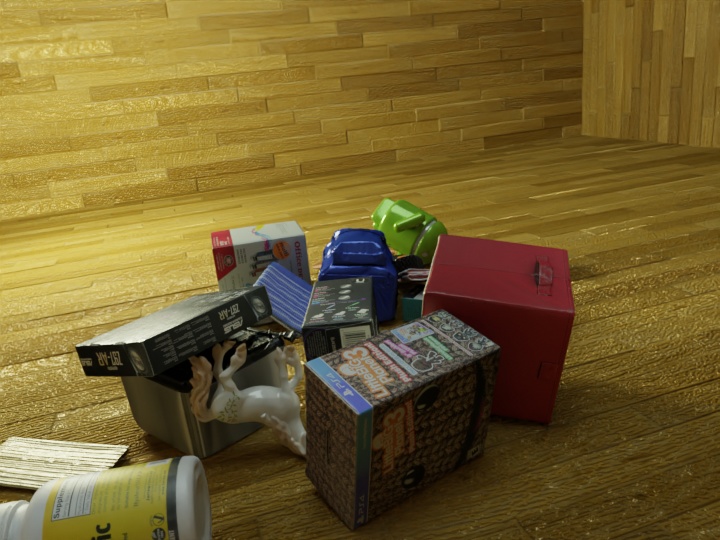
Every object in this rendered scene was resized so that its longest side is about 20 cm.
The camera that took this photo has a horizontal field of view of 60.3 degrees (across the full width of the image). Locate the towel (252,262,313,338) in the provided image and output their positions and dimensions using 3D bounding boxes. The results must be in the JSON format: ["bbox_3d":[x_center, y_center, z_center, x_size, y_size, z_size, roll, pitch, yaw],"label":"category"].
[{"bbox_3d":[-0.134,0.053,1.194,0.145,0.024,0.200,34,19,-6],"label":"towel"}]

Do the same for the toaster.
[{"bbox_3d":[-0.209,0.154,0.879,0.199,0.119,0.181,9,23,39],"label":"toaster"}]

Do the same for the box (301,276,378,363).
[{"bbox_3d":[-0.024,0.099,0.985,0.106,0.123,0.200,-6,18,3],"label":"box"}]

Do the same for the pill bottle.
[{"bbox_3d":[-0.252,0.252,0.601,0.199,0.112,0.111,-8,18,-6],"label":"pill bottle"}]

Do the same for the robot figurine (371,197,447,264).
[{"bbox_3d":[0.123,-0.093,1.486,0.200,0.176,0.116,33,73,18],"label":"robot figurine"}]

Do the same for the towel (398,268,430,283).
[{"bbox_3d":[0.152,0.018,1.238,0.146,0.030,0.200,3,-3,-2],"label":"towel"}]

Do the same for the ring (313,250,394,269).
[{"bbox_3d":[-0.015,-0.021,1.485,0.199,0.019,0.200,-9,8,1],"label":"ring"}]

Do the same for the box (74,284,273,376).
[{"bbox_3d":[-0.238,0.076,0.808,0.160,0.044,0.200,-8,12,39],"label":"box"}]

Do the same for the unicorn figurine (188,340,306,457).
[{"bbox_3d":[-0.115,0.161,0.774,0.199,0.138,0.074,5,-5,-1],"label":"unicorn figurine"}]

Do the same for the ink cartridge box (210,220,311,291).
[{"bbox_3d":[-0.217,-0.015,1.364,0.199,0.146,0.145,-10,18,-12],"label":"ink cartridge box"}]

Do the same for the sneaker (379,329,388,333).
[{"bbox_3d":[0.072,0.134,0.926,0.088,0.074,0.200,-5,18,5],"label":"sneaker"}]

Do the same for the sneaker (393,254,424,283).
[{"bbox_3d":[0.039,0.005,1.375,0.199,0.070,0.090,-7,1,-2],"label":"sneaker"}]

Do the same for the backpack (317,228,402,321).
[{"bbox_3d":[0.000,0.000,1.221,0.162,0.169,0.200,7,16,-2],"label":"backpack"}]

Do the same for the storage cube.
[{"bbox_3d":[0.176,0.074,0.836,0.179,0.201,0.171,8,31,10],"label":"storage cube"}]

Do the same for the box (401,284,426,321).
[{"bbox_3d":[0.183,0.066,1.143,0.199,0.049,0.082,4,19,27],"label":"box"}]

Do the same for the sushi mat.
[{"bbox_3d":[-0.409,0.253,0.807,0.199,0.012,0.096,0,17,16],"label":"sushi mat"}]

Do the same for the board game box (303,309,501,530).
[{"bbox_3d":[0.045,0.158,0.694,0.199,0.160,0.097,-18,34,-32],"label":"board game box"}]

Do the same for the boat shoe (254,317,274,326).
[{"bbox_3d":[-0.248,0.080,1.209,0.201,0.065,0.074,-12,19,-19],"label":"boat shoe"}]
